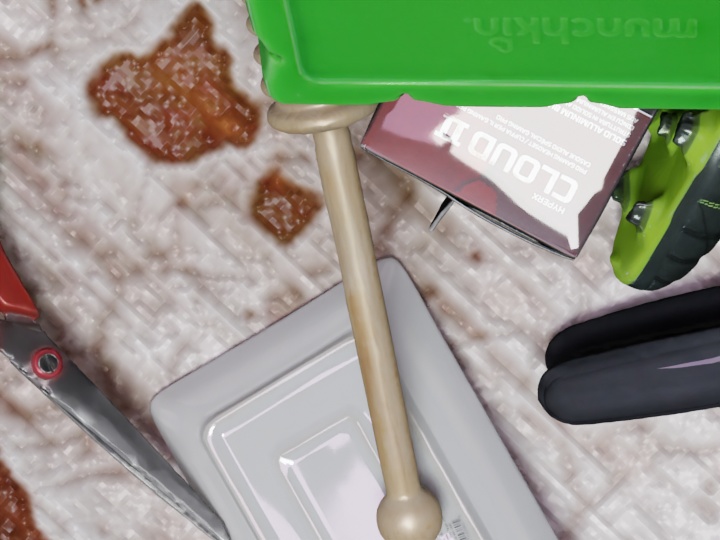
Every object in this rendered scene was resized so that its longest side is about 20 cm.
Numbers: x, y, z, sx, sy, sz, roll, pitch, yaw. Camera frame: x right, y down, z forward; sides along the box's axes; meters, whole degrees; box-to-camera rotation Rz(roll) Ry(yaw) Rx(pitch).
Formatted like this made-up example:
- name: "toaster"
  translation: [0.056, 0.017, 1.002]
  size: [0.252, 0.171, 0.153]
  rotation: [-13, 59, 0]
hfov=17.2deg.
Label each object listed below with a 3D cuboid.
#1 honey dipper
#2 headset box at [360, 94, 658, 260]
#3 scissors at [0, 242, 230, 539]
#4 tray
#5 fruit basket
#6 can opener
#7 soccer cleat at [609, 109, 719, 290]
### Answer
- name: "honey dipper"
  translation: [0.000, 0.000, 0.765]
  size: [0.038, 0.038, 0.201]
  rotation: [-9, 112, 9]
- name: "headset box"
  translation: [0.074, -0.100, 0.723]
  size: [0.075, 0.149, 0.200]
  rotation: [28, 104, 1]
- name: "scissors"
  translation: [-0.122, 0.027, 0.819]
  size: [0.073, 0.014, 0.200]
  rotation: [-32, 93, -25]
- name: "tray"
  translation: [0.015, 0.106, 0.819]
  size: [0.107, 0.022, 0.200]
  rotation: [-31, 85, 11]
- name: "fruit basket"
  translation: [0.058, -0.152, 0.588]
  size: [0.215, 0.156, 0.216]
  rotation: [-3, 57, 5]
- name: "can opener"
  translation: [0.155, 0.020, 0.784]
  size: [0.199, 0.063, 0.079]
  rotation: [-11, 101, 9]
- name: "soccer cleat"
  translation: [0.153, -0.069, 0.766]
  size: [0.081, 0.068, 0.200]
  rotation: [29, 104, -13]
